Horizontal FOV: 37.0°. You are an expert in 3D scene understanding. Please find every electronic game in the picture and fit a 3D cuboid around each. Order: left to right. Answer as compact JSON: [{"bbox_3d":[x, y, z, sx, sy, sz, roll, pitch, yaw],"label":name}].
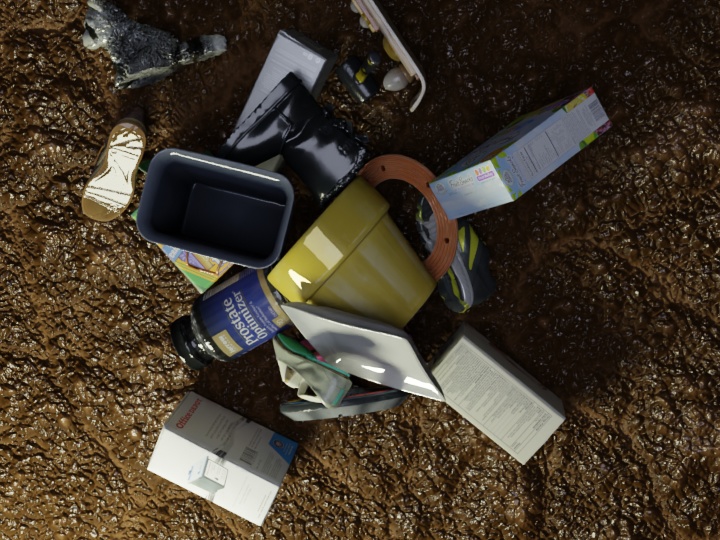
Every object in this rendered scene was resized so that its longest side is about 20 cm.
[{"bbox_3d":[-0.023,0.192,1.609,0.197,0.200,0.042,-8,86,9],"label":"electronic game"}]

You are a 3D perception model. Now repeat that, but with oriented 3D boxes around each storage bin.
[{"bbox_3d":[-0.182,-0.066,1.448,0.197,0.134,0.147,14,87,8],"label":"storage bin"}]

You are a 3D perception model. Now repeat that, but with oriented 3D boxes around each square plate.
[{"bbox_3d":[0.010,0.107,1.485,0.198,0.198,0.029,14,67,29],"label":"square plate"}]

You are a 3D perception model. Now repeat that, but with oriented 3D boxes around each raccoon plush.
[{"bbox_3d":[-0.309,-0.352,1.579,0.198,0.097,0.136,-19,89,-18],"label":"raccoon plush"}]

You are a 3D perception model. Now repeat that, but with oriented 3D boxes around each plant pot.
[{"bbox_3d":[0.000,0.000,1.531,0.189,0.201,0.201,42,106,-2],"label":"plant pot"}]

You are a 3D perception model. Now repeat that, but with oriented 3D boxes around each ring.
[{"bbox_3d":[0.063,-0.073,1.574,0.199,0.019,0.203,20,121,36],"label":"ring"}]

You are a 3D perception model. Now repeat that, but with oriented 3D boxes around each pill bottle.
[{"bbox_3d":[-0.187,0.069,1.640,0.199,0.112,0.113,-30,99,14],"label":"pill bottle"}]

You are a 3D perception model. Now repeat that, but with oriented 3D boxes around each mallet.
[{"bbox_3d":[0.000,-0.283,1.484,0.041,0.200,0.066,-38,88,-6],"label":"mallet"}]

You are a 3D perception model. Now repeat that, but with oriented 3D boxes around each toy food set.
[{"bbox_3d":[0.025,-0.315,1.492,0.060,0.144,0.201,-34,99,11],"label":"toy food set"}]

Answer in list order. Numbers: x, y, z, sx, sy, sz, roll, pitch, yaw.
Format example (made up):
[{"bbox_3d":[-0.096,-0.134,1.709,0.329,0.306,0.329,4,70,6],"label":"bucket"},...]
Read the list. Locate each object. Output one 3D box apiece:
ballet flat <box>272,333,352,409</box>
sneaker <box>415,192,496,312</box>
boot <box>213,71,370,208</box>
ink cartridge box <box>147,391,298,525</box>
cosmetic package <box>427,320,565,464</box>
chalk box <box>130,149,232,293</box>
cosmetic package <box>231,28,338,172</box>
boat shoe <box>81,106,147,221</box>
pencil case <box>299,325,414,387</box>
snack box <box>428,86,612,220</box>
[{"bbox_3d":[-0.083,0.145,1.542,0.067,0.199,0.064,27,89,-34],"label":"ballet flat"},{"bbox_3d":[0.143,-0.040,1.597,0.074,0.084,0.203,-16,86,56],"label":"sneaker"},{"bbox_3d":[-0.095,-0.155,1.482,0.162,0.073,0.198,44,102,-5],"label":"boot"},{"bbox_3d":[-0.212,0.290,1.684,0.198,0.147,0.087,25,109,1],"label":"ink cartridge box"},{"bbox_3d":[0.202,0.183,1.632,0.200,0.087,0.104,40,105,-3],"label":"cosmetic package"},{"bbox_3d":[-0.246,-0.093,1.598,0.124,0.125,0.200,-39,98,15],"label":"chalk box"},{"bbox_3d":[-0.116,-0.238,1.553,0.090,0.107,0.201,31,105,-1],"label":"cosmetic package"},{"bbox_3d":[-0.367,-0.162,1.628,0.071,0.072,0.201,18,129,-15],"label":"boat shoe"},{"bbox_3d":[-0.016,0.125,1.643,0.198,0.094,0.092,-16,102,12],"label":"pencil case"},{"bbox_3d":[0.214,-0.156,1.455,0.199,0.168,0.068,-38,100,-25],"label":"snack box"}]
